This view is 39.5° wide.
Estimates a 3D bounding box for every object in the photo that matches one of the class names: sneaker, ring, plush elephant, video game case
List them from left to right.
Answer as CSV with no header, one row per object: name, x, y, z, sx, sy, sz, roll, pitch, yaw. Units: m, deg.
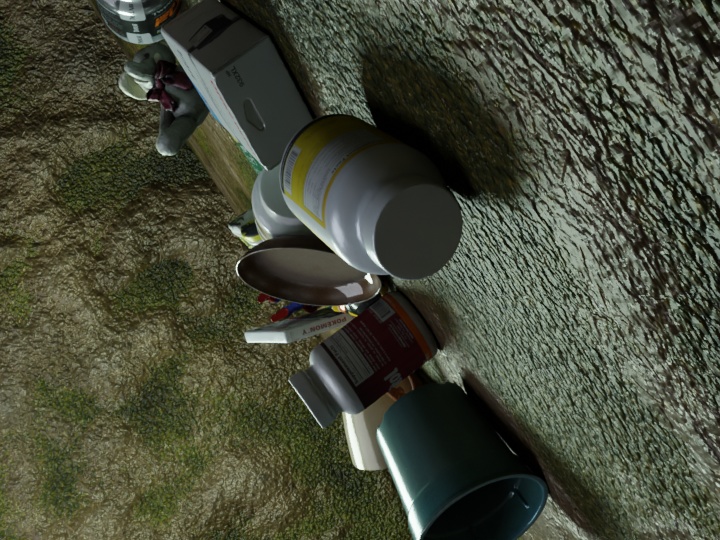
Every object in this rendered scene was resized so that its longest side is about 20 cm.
plush elephant,-0.306,-0.303,1.593,0.154,0.166,0.200,30,-161,-4
sneaker,-0.154,-0.050,1.575,0.085,0.074,0.200,59,178,-17
video game case,-0.079,0.087,1.670,0.200,0.181,0.023,-9,96,65
sneaker,0.000,0.000,1.449,0.089,0.070,0.201,18,147,16
ring,0.047,0.153,1.682,0.200,0.019,0.201,43,-163,-16

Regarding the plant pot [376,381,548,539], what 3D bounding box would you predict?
plant pot,0.125,0.275,1.397,0.197,0.199,0.201,58,177,41

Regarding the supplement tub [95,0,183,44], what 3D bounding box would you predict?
supplement tub,-0.302,-0.387,1.349,0.123,0.122,0.200,55,173,-3

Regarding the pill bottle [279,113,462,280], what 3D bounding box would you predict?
pill bottle,0.009,-0.063,0.873,0.113,0.112,0.200,58,172,-30

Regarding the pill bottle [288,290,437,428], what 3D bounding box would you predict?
pill bottle,0.002,0.129,1.421,0.113,0.199,0.113,53,173,10

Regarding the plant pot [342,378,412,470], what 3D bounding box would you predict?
plant pot,0.036,0.226,1.817,0.187,0.186,0.202,-155,43,-75

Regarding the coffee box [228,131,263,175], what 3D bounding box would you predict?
coffee box,-0.138,-0.156,1.635,0.201,0.044,0.123,57,172,-19

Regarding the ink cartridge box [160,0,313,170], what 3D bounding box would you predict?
ink cartridge box,-0.147,-0.231,1.216,0.200,0.083,0.146,45,168,52

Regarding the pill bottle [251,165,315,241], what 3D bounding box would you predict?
pill bottle,-0.090,-0.091,1.356,0.115,0.114,0.200,53,171,5

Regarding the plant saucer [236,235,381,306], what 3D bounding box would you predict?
plant saucer,-0.068,-0.001,1.358,0.201,0.198,0.032,70,-156,-64

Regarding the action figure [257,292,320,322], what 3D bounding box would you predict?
action figure,-0.087,0.033,1.666,0.066,0.099,0.200,56,-166,7
